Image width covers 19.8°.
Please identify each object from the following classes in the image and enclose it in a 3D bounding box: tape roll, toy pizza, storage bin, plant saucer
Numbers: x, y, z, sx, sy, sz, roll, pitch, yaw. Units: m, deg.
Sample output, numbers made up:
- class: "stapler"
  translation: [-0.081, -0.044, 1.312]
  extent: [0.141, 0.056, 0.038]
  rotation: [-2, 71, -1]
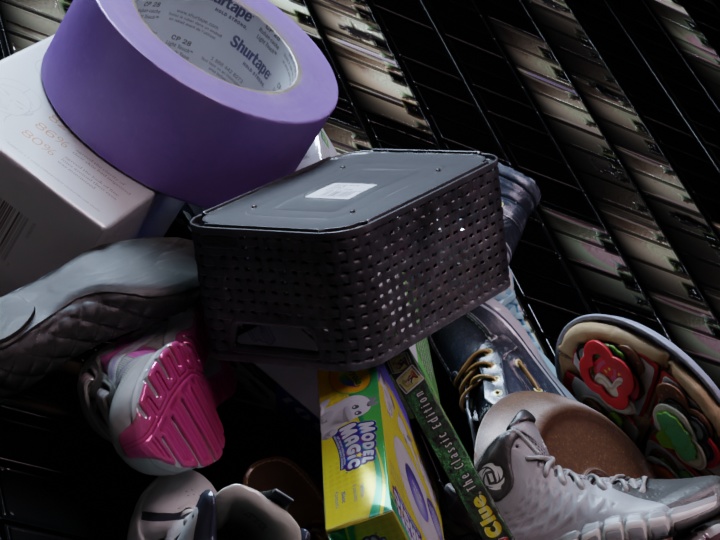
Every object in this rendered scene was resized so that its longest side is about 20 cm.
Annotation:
- class: "tape roll"
  translation: [-0.121, -0.139, 1.476]
  extent: [0.200, 0.085, 0.200]
  rotation: [26, 28, -15]
- class: "toy pizza"
  translation: [0.222, 0.123, 1.615]
  extent: [0.032, 0.200, 0.200]
  rotation: [-37, 70, -27]
- class: "storage bin"
  translation: [-0.003, -0.012, 1.364]
  extent: [0.135, 0.094, 0.200]
  rotation: [4, 18, 34]
- class: "plant saucer"
  translation: [0.170, 0.173, 1.537]
  extent: [0.200, 0.037, 0.201]
  rotation: [27, 44, -29]

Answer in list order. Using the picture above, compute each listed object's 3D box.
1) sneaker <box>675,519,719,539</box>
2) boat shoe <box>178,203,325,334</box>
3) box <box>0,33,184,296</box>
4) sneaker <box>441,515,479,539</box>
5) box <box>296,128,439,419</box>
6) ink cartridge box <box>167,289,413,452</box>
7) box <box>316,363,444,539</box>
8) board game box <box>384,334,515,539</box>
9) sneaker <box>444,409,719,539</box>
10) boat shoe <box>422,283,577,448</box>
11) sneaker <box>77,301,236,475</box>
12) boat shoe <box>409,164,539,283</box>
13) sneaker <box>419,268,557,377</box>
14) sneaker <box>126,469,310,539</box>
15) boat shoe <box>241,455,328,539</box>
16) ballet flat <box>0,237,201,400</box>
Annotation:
- class: "sneaker"
  translation: [0.211, 0.263, 1.435]
  extent: [0.200, 0.076, 0.116]
  rotation: [-29, 78, -29]
- class: "boat shoe"
  translation: [-0.094, -0.037, 1.606]
  extent: [0.075, 0.093, 0.200]
  rotation: [-36, 103, -24]
- class: "box"
  translation: [-0.219, -0.065, 1.460]
  extent: [0.152, 0.106, 0.200]
  rotation: [37, 26, 5]
- class: "sneaker"
  translation: [0.078, 0.237, 1.353]
  extent: [0.201, 0.067, 0.108]
  rotation: [42, 29, 19]
- class: "box"
  translation: [0.000, 0.000, 1.576]
  extent: [0.200, 0.036, 0.145]
  rotation: [57, 15, -36]
- class: "ink cartridge box"
  translation: [-0.053, 0.070, 1.451]
  extent: [0.200, 0.044, 0.094]
  rotation: [40, -14, 10]
- class: "box"
  translation: [0.015, 0.149, 1.261]
  extent: [0.200, 0.048, 0.118]
  rotation: [-92, 161, -58]
- class: "board game box"
  translation: [0.072, 0.142, 1.372]
  extent: [0.200, 0.023, 0.105]
  rotation: [61, 3, 19]
- class: "sneaker"
  translation: [0.151, 0.145, 1.435]
  extent: [0.075, 0.199, 0.116]
  rotation: [61, 12, -79]
- class: "boat shoe"
  translation: [0.103, 0.089, 1.629]
  extent: [0.200, 0.071, 0.091]
  rotation: [46, 29, 20]
- class: "sneaker"
  translation: [-0.138, 0.086, 1.323]
  extent: [0.200, 0.088, 0.082]
  rotation: [-71, 139, -77]
- class: "boat shoe"
  translation: [0.046, -0.053, 1.693]
  extent: [0.200, 0.071, 0.091]
  rotation: [16, 55, 26]
- class: "sneaker"
  translation: [0.103, 0.029, 1.717]
  extent: [0.200, 0.082, 0.074]
  rotation: [42, 28, 14]
- class: "sneaker"
  translation: [-0.078, 0.159, 1.226]
  extent: [0.079, 0.130, 0.199]
  rotation: [28, 27, -16]
- class: "boat shoe"
  translation: [-0.029, 0.186, 1.283]
  extent: [0.072, 0.068, 0.200]
  rotation: [-20, 47, -6]
- class: "ballet flat"
  translation: [-0.176, 0.027, 1.335]
  extent: [0.200, 0.057, 0.066]
  rotation: [-22, 48, -30]
